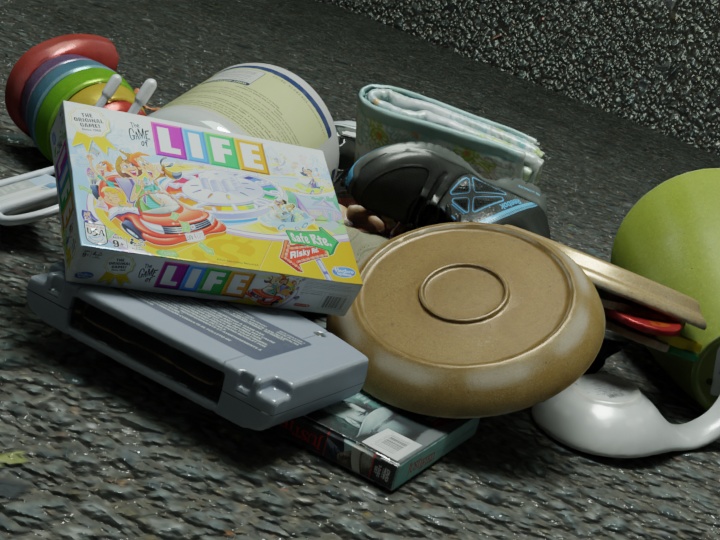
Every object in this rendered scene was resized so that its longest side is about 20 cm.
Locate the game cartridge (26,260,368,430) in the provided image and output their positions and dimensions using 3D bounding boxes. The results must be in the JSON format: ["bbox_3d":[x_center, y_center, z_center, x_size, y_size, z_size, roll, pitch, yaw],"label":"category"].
[{"bbox_3d":[-0.100,0.040,0.855,0.198,0.042,0.133,24,13,26],"label":"game cartridge"}]

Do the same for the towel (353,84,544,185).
[{"bbox_3d":[0.083,-0.088,1.341,0.198,0.173,0.048,23,48,16],"label":"towel"}]

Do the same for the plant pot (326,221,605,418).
[{"bbox_3d":[0.073,0.024,0.930,0.197,0.028,0.201,-3,39,2],"label":"plant pot"}]

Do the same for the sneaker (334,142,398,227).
[{"bbox_3d":[0.018,-0.083,1.303,0.198,0.099,0.071,9,40,31],"label":"sneaker"}]

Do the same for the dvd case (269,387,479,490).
[{"bbox_3d":[-0.032,0.080,0.895,0.198,0.022,0.146,22,16,21],"label":"dvd case"}]

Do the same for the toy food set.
[{"bbox_3d":[0.185,0.015,1.062,0.197,0.049,0.199,25,4,41],"label":"toy food set"}]

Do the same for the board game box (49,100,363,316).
[{"bbox_3d":[-0.105,-0.041,0.898,0.198,0.034,0.135,8,44,-28],"label":"board game box"}]

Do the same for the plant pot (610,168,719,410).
[{"bbox_3d":[0.324,0.039,1.174,0.185,0.189,0.201,16,30,-4],"label":"plant pot"}]

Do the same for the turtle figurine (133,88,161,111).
[{"bbox_3d":[-0.163,-0.130,1.395,0.160,0.065,0.200,19,5,-23],"label":"turtle figurine"}]

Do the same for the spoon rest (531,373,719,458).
[{"bbox_3d":[0.223,0.111,1.018,0.197,0.061,0.099,-6,23,-25],"label":"spoon rest"}]

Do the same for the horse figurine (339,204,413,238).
[{"bbox_3d":[-0.029,-0.053,1.249,0.197,0.051,0.133,13,-19,3],"label":"horse figurine"}]

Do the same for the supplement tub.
[{"bbox_3d":[-0.113,-0.076,1.074,0.143,0.147,0.200,20,29,13],"label":"supplement tub"}]

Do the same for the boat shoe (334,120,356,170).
[{"bbox_3d":[-0.061,-0.146,1.571,0.197,0.069,0.057,11,23,-1],"label":"boat shoe"}]

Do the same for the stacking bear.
[{"bbox_3d":[-0.243,-0.131,1.246,0.113,0.123,0.200,3,28,-46],"label":"stacking bear"}]

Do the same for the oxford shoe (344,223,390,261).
[{"bbox_3d":[0.000,0.000,1.113,0.073,0.072,0.200,24,17,18],"label":"oxford shoe"}]

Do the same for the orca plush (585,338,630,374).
[{"bbox_3d":[0.123,0.070,1.040,0.104,0.072,0.199,-2,-17,41],"label":"orca plush"}]

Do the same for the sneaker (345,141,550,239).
[{"bbox_3d":[0.083,-0.053,1.157,0.197,0.074,0.083,12,44,-19],"label":"sneaker"}]

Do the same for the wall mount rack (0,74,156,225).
[{"bbox_3d":[-0.248,-0.095,1.047,0.172,0.076,0.200,-20,18,-20],"label":"wall mount rack"}]
